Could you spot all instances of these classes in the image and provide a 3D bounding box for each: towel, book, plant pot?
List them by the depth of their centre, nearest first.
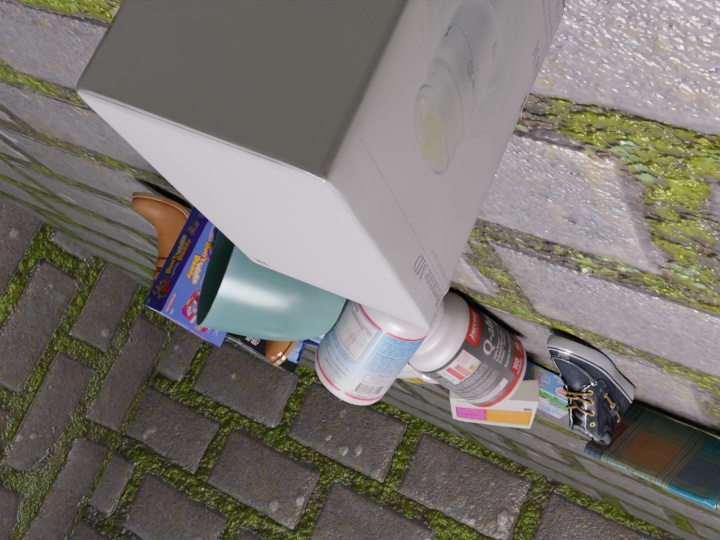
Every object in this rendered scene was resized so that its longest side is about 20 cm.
[{"bbox_3d":[-0.099,-0.005,1.223,0.158,0.204,0.200,18,172,-15],"label":"plant pot"},{"bbox_3d":[0.429,0.251,1.348,0.198,0.022,0.146,21,-147,33],"label":"towel"},{"bbox_3d":[0.205,0.206,1.517,0.131,0.049,0.200,0,163,6],"label":"book"}]

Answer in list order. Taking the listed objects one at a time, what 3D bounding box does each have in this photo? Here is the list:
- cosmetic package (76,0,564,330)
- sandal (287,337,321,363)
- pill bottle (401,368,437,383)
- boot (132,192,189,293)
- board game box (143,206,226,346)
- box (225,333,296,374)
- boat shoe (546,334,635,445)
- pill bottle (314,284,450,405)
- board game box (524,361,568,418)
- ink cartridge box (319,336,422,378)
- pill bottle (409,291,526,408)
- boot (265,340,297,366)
[{"bbox_3d":[0.003,-0.106,0.459,0.121,0.203,0.200,22,169,21],"label":"cosmetic package"},{"bbox_3d":[-0.063,0.093,1.626,0.080,0.197,0.088,75,174,-71],"label":"sandal"},{"bbox_3d":[0.096,0.120,1.527,0.110,0.113,0.200,28,170,-8],"label":"pill bottle"},{"bbox_3d":[-0.329,-0.031,1.679,0.198,0.157,0.077,29,169,-16],"label":"boot"},{"bbox_3d":[-0.215,-0.009,1.431,0.044,0.203,0.134,17,166,39],"label":"board game box"},{"bbox_3d":[-0.167,0.076,1.810,0.085,0.166,0.200,19,167,33],"label":"box"},{"bbox_3d":[0.298,0.162,1.293,0.070,0.092,0.199,14,163,48],"label":"boat shoe"},{"bbox_3d":[0.028,0.065,1.208,0.107,0.110,0.201,27,126,-9],"label":"pill bottle"},{"bbox_3d":[0.280,0.188,1.603,0.149,0.037,0.200,25,170,9],"label":"board game box"},{"bbox_3d":[-0.002,0.091,1.441,0.173,0.044,0.199,39,162,-14],"label":"ink cartridge box"},{"bbox_3d":[0.129,0.100,1.341,0.199,0.117,0.115,34,167,-34],"label":"pill bottle"},{"bbox_3d":[-0.144,0.020,1.392,0.153,0.204,0.076,23,169,-30],"label":"boot"}]
